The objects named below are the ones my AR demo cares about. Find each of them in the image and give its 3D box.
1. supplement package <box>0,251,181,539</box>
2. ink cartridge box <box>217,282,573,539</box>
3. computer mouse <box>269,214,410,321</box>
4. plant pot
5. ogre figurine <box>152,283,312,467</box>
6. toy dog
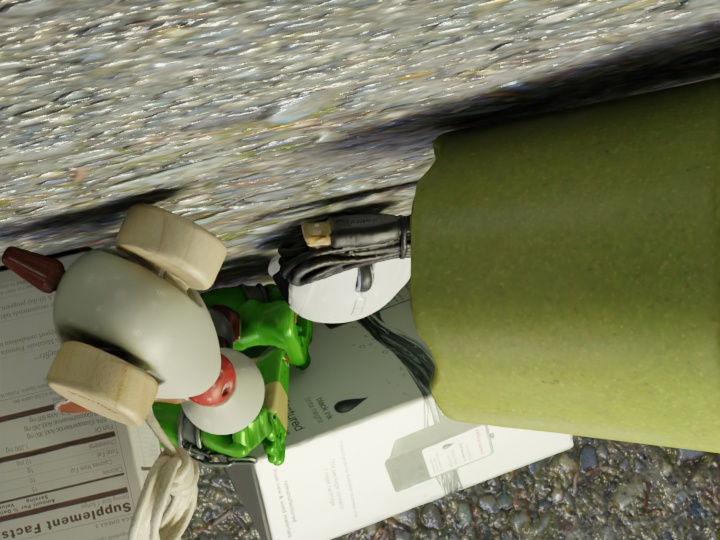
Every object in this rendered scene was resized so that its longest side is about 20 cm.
[{"bbox_3d":[-0.160,0.103,1.464,0.109,0.201,0.114,-13,175,3],"label":"supplement package"},{"bbox_3d":[0.010,0.071,1.726,0.199,0.083,0.147,-20,-143,-12],"label":"ink cartridge box"},{"bbox_3d":[0.000,0.000,1.545,0.109,0.044,0.200,-12,175,-11],"label":"computer mouse"},{"bbox_3d":[0.125,0.000,1.259,0.183,0.202,0.200,-2,179,18],"label":"plant pot"},{"bbox_3d":[-0.095,0.051,1.632,0.119,0.201,0.098,1,134,10],"label":"ogre figurine"},{"bbox_3d":[-0.111,0.031,1.351,0.096,0.132,0.200,25,150,17],"label":"toy dog"}]
